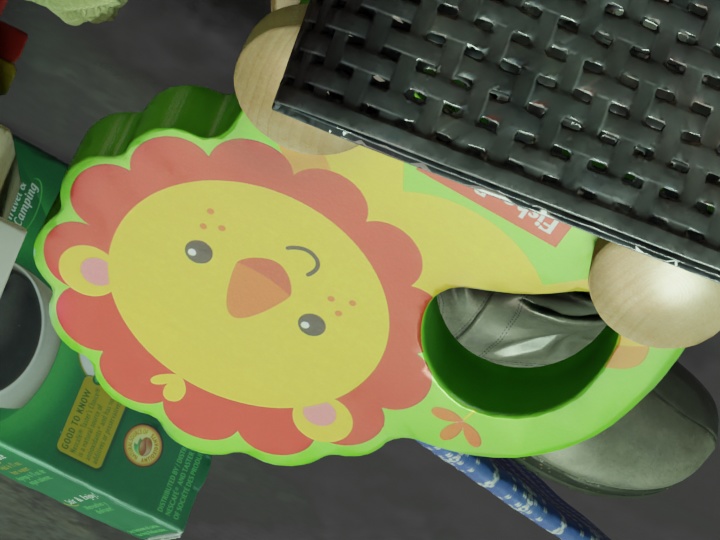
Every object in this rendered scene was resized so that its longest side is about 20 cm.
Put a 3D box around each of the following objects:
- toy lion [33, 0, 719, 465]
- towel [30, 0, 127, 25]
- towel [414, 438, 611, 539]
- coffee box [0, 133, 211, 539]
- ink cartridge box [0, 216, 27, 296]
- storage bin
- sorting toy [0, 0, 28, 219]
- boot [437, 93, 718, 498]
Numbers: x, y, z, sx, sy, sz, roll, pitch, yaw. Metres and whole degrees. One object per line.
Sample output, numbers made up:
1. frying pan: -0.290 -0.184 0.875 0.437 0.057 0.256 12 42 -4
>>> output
1. toy lion: 0.000 0.000 0.774 0.200 0.069 0.192 28 128 -8
2. towel: -0.100 -0.140 0.693 0.148 0.037 0.200 29 156 -20
3. towel: 0.011 0.039 0.935 0.200 0.024 0.145 37 -177 -37
4. coffee box: -0.142 0.014 0.956 0.200 0.123 0.044 28 158 -22
5. ink cartridge box: -0.180 -0.006 0.789 0.116 0.068 0.200 24 175 -13
6. storage bin: 0.085 -0.050 0.619 0.199 0.094 0.135 22 -178 -3
7. sorting toy: -0.199 -0.090 0.782 0.198 0.070 0.200 23 174 -6
8. boot: 0.081 0.016 0.855 0.200 0.068 0.131 33 151 -22
